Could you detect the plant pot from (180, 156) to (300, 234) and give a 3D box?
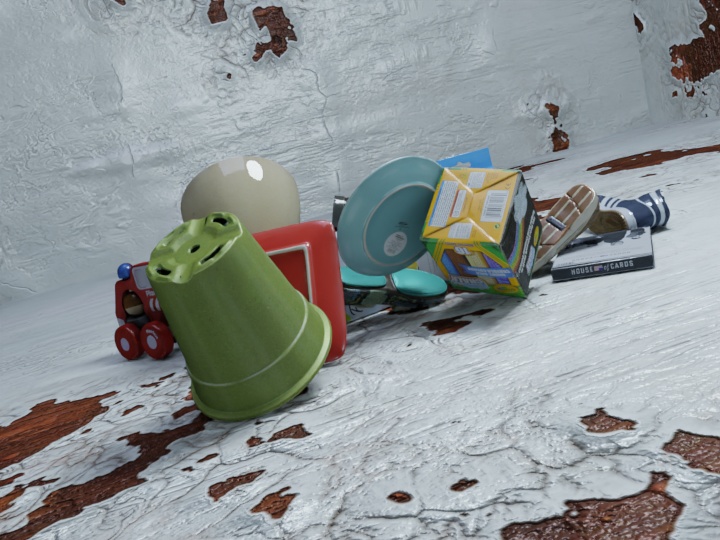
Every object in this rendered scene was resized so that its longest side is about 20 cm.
[{"bbox_3d":[-0.182,-0.062,1.147,0.197,0.202,0.136,-15,52,-7],"label":"plant pot"}]

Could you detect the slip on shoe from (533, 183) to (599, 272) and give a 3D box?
[{"bbox_3d":[0.314,-0.055,1.176,0.200,0.061,0.076,-46,48,3],"label":"slip on shoe"}]

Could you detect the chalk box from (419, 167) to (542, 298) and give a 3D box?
[{"bbox_3d":[0.189,-0.044,1.052,0.122,0.126,0.200,7,-25,30],"label":"chalk box"}]

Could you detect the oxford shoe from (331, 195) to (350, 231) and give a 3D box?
[{"bbox_3d":[-0.012,-0.027,1.238,0.083,0.204,0.073,4,1,-3],"label":"oxford shoe"}]

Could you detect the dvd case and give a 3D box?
[{"bbox_3d":[0.391,-0.029,1.146,0.148,0.025,0.200,-10,12,23],"label":"dvd case"}]

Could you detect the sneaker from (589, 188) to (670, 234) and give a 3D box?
[{"bbox_3d":[0.490,-0.112,1.318,0.107,0.071,0.200,-20,17,-3],"label":"sneaker"}]

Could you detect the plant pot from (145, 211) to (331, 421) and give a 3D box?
[{"bbox_3d":[-0.158,0.039,0.857,0.197,0.192,0.202,-16,36,12],"label":"plant pot"}]

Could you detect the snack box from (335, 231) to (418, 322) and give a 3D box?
[{"bbox_3d":[0.000,0.000,1.189,0.197,0.145,0.053,-18,12,-25],"label":"snack box"}]

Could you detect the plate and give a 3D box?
[{"bbox_3d":[0.057,-0.070,1.037,0.198,0.203,0.026,-19,42,-24],"label":"plate"}]

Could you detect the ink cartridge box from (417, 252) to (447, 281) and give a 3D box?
[{"bbox_3d":[0.085,-0.018,1.335,0.197,0.085,0.145,-12,10,10],"label":"ink cartridge box"}]

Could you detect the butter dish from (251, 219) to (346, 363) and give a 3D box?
[{"bbox_3d":[-0.094,0.046,1.056,0.197,0.203,0.147,-11,-13,22],"label":"butter dish"}]

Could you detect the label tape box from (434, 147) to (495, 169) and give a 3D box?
[{"bbox_3d":[0.224,-0.131,1.423,0.142,0.203,0.063,-16,10,-11],"label":"label tape box"}]

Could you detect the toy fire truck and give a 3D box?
[{"bbox_3d":[-0.379,0.063,1.297,0.198,0.171,0.112,-6,12,37],"label":"toy fire truck"}]

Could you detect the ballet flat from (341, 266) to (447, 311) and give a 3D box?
[{"bbox_3d":[0.041,0.033,1.142,0.197,0.076,0.074,8,4,-16],"label":"ballet flat"}]
